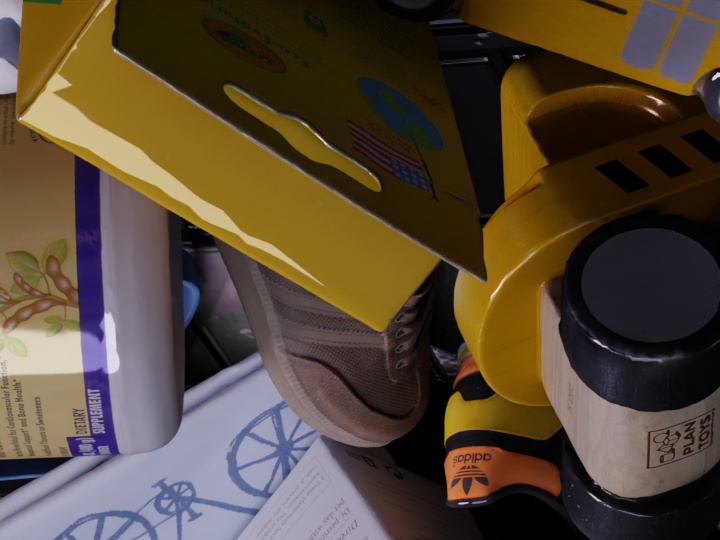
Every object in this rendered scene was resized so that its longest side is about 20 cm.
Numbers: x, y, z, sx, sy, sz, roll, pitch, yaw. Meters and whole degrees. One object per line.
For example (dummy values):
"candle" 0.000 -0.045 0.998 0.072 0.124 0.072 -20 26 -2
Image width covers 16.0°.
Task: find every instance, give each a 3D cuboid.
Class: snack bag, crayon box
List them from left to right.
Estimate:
"snack bag" -0.062 0.130 1.072 0.189 0.021 0.200 -32 133 -5
"crayon box" -0.035 -0.061 0.755 0.127 0.200 0.051 31 112 -20

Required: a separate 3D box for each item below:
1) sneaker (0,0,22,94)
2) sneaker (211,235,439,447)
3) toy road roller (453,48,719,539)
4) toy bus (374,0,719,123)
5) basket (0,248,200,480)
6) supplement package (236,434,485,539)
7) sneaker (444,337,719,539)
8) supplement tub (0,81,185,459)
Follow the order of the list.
"sneaker" -0.194 -0.122 0.835 0.199 0.080 0.130 1 128 3
"sneaker" 0.000 0.000 0.941 0.075 0.070 0.200 -1 142 26
"toy road roller" 0.127 -0.014 0.841 0.200 0.146 0.123 -19 145 -10
"toy bus" 0.063 -0.109 0.760 0.200 0.065 0.078 19 145 2
"basket" -0.175 0.047 1.053 0.200 0.139 0.176 -2 149 -19
"supplement package" 0.029 0.181 1.009 0.117 0.200 0.117 27 108 -40
"sneaker" 0.090 0.111 1.036 0.070 0.090 0.200 -9 137 35
"supplement tub" -0.165 -0.004 0.907 0.200 0.145 0.145 -2 145 -2
